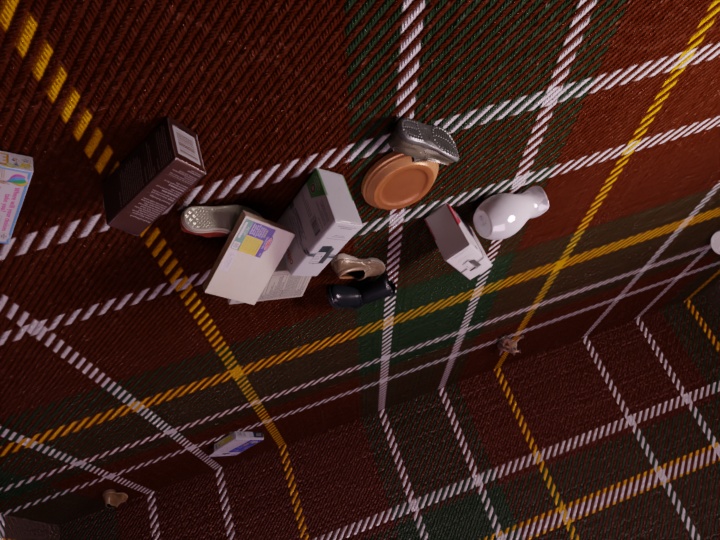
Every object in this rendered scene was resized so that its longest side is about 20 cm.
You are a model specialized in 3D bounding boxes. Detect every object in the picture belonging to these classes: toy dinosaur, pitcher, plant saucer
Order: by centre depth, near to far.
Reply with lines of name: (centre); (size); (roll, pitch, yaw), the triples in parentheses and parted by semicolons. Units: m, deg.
plant saucer: (0.098, -0.210, 1.286); (0.196, 0.038, 0.201); (-18, 151, -10)
pitcher: (0.409, -0.154, 1.534); (0.197, 0.123, 0.172); (-22, 170, -23)
toy dinosaur: (0.724, 0.372, 2.687); (0.133, 0.088, 0.200); (5, 160, -23)

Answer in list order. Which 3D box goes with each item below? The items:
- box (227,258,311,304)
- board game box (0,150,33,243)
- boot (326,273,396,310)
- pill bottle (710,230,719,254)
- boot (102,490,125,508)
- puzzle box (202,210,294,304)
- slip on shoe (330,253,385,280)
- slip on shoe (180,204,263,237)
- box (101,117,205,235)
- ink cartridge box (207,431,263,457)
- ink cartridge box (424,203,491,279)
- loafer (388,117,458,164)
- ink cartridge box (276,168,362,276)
box: (-0.231, -0.004, 1.331); (0.196, 0.111, 0.129); (-5, 147, -28)
board game box: (-0.648, -0.125, 0.909); (0.133, 0.035, 0.200); (7, 140, -42)
boot: (0.007, 0.058, 1.623); (0.166, 0.078, 0.199); (-24, 160, 21)
pill bottle: (1.704, -0.138, 2.455); (0.196, 0.114, 0.113); (-9, 150, -22)
boot: (-1.193, 1.121, 2.627); (0.072, 0.077, 0.201); (-20, 153, -6)
puzzle box: (-0.245, -0.023, 1.189); (0.132, 0.025, 0.202); (19, 111, -40)
slip on shoe: (0.000, 0.000, 1.551); (0.076, 0.062, 0.198); (-39, 147, 30)
slip on shoe: (-0.296, -0.102, 1.172); (0.197, 0.076, 0.061); (0, 170, -38)
box: (-0.373, -0.163, 0.967); (0.198, 0.102, 0.075); (-33, 150, 21)
ink cartridge box: (-0.596, 0.826, 2.575); (0.198, 0.048, 0.197); (-32, 152, 20)
ink cartridge box: (0.278, -0.078, 1.521); (0.082, 0.149, 0.199); (-33, 151, 18)
loafer: (0.137, -0.275, 1.178); (0.197, 0.077, 0.069); (11, 150, -39)
ink cartridge box: (-0.100, -0.102, 1.217); (0.082, 0.149, 0.200); (4, 144, -41)
